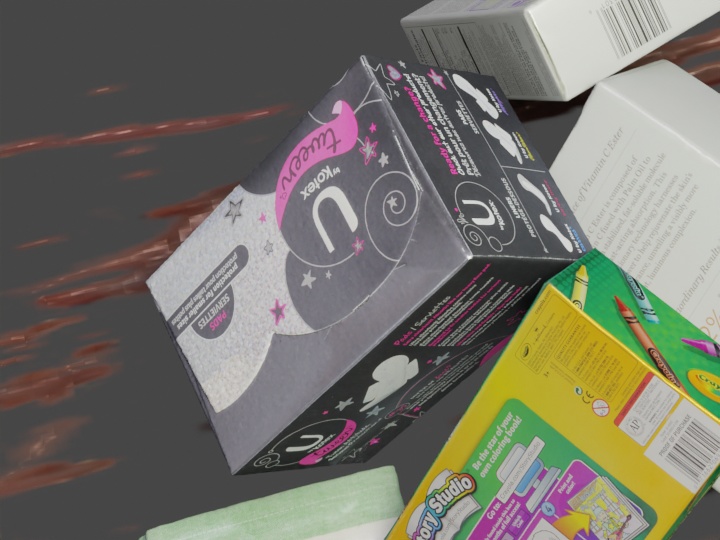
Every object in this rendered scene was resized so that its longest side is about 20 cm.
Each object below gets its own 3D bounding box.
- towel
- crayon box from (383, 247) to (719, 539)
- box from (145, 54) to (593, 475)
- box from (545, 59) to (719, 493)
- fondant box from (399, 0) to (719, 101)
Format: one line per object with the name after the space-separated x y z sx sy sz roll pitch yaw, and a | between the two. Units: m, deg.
-0.029 0.215 0.988 0.152 0.023 0.200 -14 64 -6 | towel
0.107 0.104 0.942 0.119 0.200 0.058 39 35 15 | crayon box
0.000 0.000 0.980 0.200 0.115 0.132 -43 63 31 | box
0.189 0.006 0.996 0.200 0.152 0.106 38 28 17 | box
0.125 -0.156 1.066 0.144 0.200 0.058 -31 105 -13 | fondant box
